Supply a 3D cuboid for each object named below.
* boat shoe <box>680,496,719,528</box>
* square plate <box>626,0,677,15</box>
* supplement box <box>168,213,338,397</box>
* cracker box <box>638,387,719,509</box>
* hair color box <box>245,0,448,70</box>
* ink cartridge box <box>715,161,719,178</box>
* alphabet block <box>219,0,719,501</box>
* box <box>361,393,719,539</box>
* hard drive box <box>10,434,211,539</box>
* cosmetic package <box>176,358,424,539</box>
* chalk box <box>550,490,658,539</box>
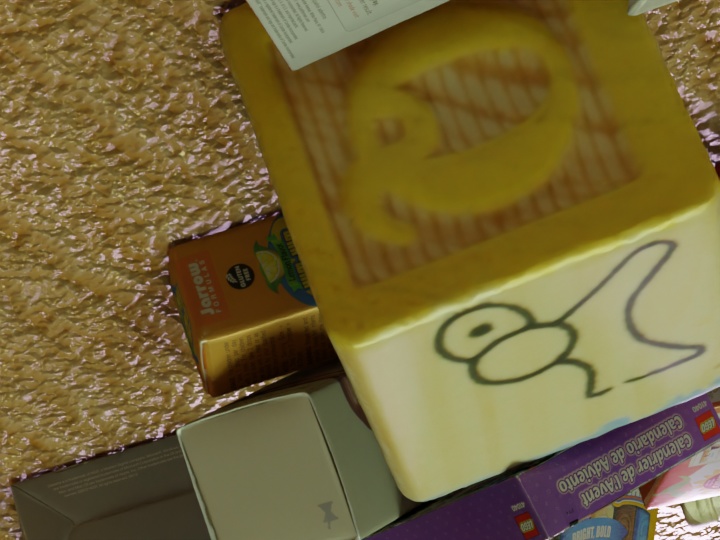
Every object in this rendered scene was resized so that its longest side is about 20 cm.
[{"bbox_3d":[0.200,0.055,1.704,0.064,0.071,0.200,-13,114,11],"label":"boat shoe"},{"bbox_3d":[0.224,-0.206,1.326,0.200,0.028,0.198,-25,161,-49],"label":"square plate"},{"bbox_3d":[0.000,0.000,1.560,0.200,0.067,0.069,-19,152,-6],"label":"supplement box"},{"bbox_3d":[0.257,0.066,1.617,0.200,0.058,0.134,-9,153,-14],"label":"cracker box"},{"bbox_3d":[0.036,-0.175,1.278,0.200,0.064,0.111,-23,153,6],"label":"hair color box"},{"bbox_3d":[0.280,-0.023,1.657,0.200,0.116,0.067,8,143,-41],"label":"ink cartridge box"},{"bbox_3d":[0.063,-0.034,1.405,0.195,0.197,0.200,-22,152,-1],"label":"alphabet block"},{"bbox_3d":[0.085,0.122,1.551,0.137,0.039,0.200,-26,178,-35],"label":"box"},{"bbox_3d":[-0.124,0.184,1.790,0.156,0.077,0.200,-16,152,-8],"label":"hard drive box"},{"bbox_3d":[0.004,0.088,1.600,0.103,0.087,0.200,-17,-175,35],"label":"cosmetic package"},{"bbox_3d":[0.101,0.135,1.740,0.124,0.200,0.124,8,179,34],"label":"chalk box"}]
